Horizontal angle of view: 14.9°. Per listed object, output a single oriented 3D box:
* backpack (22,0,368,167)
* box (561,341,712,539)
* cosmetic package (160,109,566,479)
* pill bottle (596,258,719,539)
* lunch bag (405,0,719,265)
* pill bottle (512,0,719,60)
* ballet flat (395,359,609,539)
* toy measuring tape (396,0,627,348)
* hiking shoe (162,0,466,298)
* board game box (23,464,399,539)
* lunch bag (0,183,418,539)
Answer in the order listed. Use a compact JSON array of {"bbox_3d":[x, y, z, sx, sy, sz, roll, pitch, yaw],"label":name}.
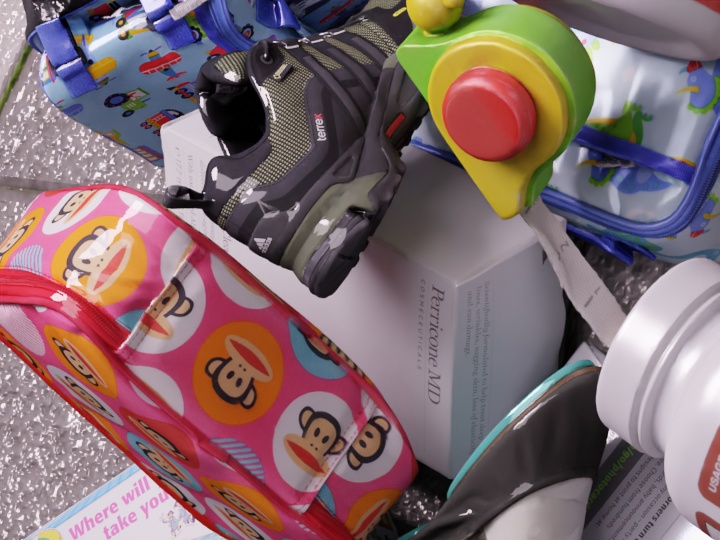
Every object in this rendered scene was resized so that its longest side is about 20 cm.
[{"bbox_3d":[-0.061,-0.158,1.377,0.199,0.183,0.135,-22,70,12],"label":"backpack"},{"bbox_3d":[0.124,0.152,1.222,0.156,0.041,0.200,-53,53,7],"label":"box"},{"bbox_3d":[0.000,0.000,1.304,0.199,0.081,0.114,28,131,39],"label":"cosmetic package"},{"bbox_3d":[0.198,0.079,1.124,0.200,0.112,0.113,34,93,30],"label":"pill bottle"},{"bbox_3d":[0.114,-0.096,1.293,0.199,0.082,0.162,25,91,38],"label":"lunch bag"},{"bbox_3d":[0.136,-0.201,1.183,0.115,0.116,0.201,17,88,36],"label":"pill bottle"},{"bbox_3d":[0.055,0.125,1.218,0.200,0.068,0.069,-45,64,26],"label":"ballet flat"},{"bbox_3d":[0.088,-0.049,1.197,0.073,0.074,0.200,-31,103,20],"label":"toy measuring tape"},{"bbox_3d":[-0.019,-0.084,1.230,0.076,0.100,0.201,-57,8,44],"label":"hiking shoe"},{"bbox_3d":[-0.077,0.150,1.358,0.199,0.034,0.135,-34,58,19],"label":"board game box"},{"bbox_3d":[-0.082,0.046,1.245,0.082,0.200,0.176,-52,21,-15],"label":"lunch bag"}]
